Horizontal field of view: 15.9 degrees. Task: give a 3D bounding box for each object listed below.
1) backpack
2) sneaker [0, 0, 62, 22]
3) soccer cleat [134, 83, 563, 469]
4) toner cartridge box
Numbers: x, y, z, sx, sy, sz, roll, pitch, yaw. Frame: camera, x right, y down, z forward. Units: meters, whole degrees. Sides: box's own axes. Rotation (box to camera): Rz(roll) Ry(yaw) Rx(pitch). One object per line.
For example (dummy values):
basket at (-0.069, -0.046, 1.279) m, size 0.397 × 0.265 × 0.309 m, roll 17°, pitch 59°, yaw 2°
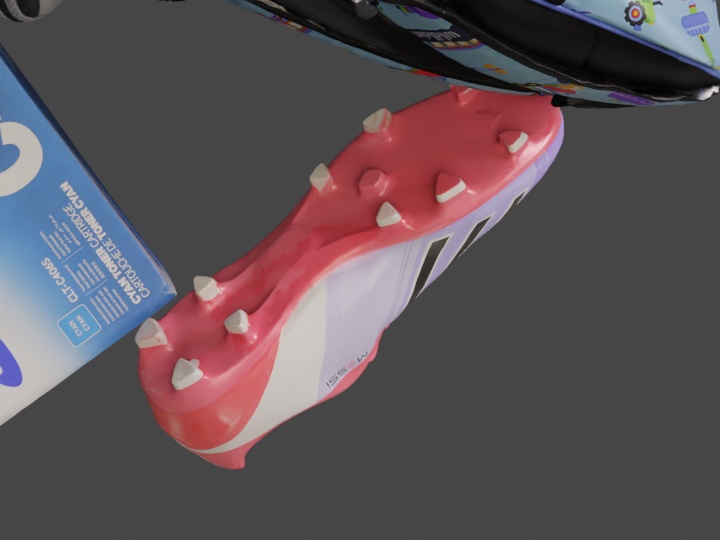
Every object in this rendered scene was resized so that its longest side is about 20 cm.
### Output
backpack at (0.045, -0.134, 0.931) m, size 0.200 × 0.182 × 0.135 m, roll 17°, pitch 88°, yaw -32°
sneaker at (-0.113, -0.194, 0.927) m, size 0.087 × 0.074 × 0.201 m, roll -27°, pitch 129°, yaw -39°
soccer cleat at (0.000, 0.000, 1.022) m, size 0.200 × 0.067 × 0.077 m, roll -38°, pitch 141°, yaw -6°
toner cartridge box at (-0.165, -0.045, 0.975) m, size 0.095 × 0.043 × 0.200 m, roll -36°, pitch 110°, yaw 0°
